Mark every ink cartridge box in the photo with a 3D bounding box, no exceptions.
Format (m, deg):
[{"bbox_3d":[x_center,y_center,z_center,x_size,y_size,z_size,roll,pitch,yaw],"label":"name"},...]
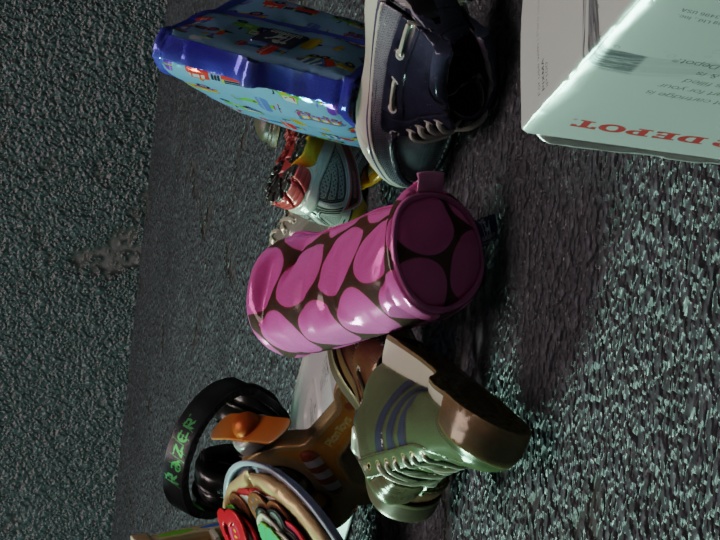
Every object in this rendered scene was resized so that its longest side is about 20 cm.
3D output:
[{"bbox_3d":[0.152,-0.108,0.716,0.200,0.146,0.083,132,143,-69],"label":"ink cartridge box"}]

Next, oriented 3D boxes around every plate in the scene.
[{"bbox_3d":[-0.028,0.122,1.712,0.200,0.032,0.201,-99,18,-50],"label":"plate"}]

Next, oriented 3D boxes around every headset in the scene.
[{"bbox_3d":[-0.118,0.154,1.816,0.200,0.094,0.124,9,-79,-60],"label":"headset"}]

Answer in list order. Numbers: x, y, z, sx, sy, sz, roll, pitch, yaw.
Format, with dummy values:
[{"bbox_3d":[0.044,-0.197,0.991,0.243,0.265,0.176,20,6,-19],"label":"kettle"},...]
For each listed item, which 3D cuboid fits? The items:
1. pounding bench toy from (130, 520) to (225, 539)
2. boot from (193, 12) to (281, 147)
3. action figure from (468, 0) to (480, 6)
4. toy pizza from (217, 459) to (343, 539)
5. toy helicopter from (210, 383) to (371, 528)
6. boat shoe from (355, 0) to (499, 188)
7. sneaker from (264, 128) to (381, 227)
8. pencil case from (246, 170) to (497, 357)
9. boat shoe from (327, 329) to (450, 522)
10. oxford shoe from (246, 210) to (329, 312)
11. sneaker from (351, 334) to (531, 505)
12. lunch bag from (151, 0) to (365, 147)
[{"bbox_3d":[-0.127,0.279,1.750,0.200,0.155,0.125,175,84,-78],"label":"pounding bench toy"},{"bbox_3d":[-0.130,-0.205,2.164,0.201,0.096,0.075,-98,18,-46],"label":"boot"},{"bbox_3d":[0.071,-0.265,1.341,0.130,0.069,0.201,139,131,-57],"label":"action figure"},{"bbox_3d":[-0.052,0.237,1.537,0.200,0.032,0.201,41,147,35],"label":"toy pizza"},{"bbox_3d":[-0.037,0.130,1.549,0.200,0.132,0.079,-54,6,43],"label":"toy helicopter"},{"bbox_3d":[0.047,-0.110,1.382,0.093,0.074,0.201,52,160,36],"label":"boat shoe"},{"bbox_3d":[-0.017,-0.103,1.661,0.078,0.082,0.201,-47,18,42],"label":"sneaker"},{"bbox_3d":[0.000,0.000,1.359,0.200,0.090,0.094,-18,82,53],"label":"pencil case"},{"bbox_3d":[0.029,0.077,1.409,0.201,0.071,0.068,-109,31,-42],"label":"boat shoe"},{"bbox_3d":[-0.046,-0.034,1.743,0.075,0.057,0.201,-119,50,-84],"label":"oxford shoe"},{"bbox_3d":[0.042,0.108,1.249,0.090,0.067,0.200,-64,19,5],"label":"sneaker"},{"bbox_3d":[-0.056,-0.143,1.492,0.200,0.150,0.095,-25,-50,-73],"label":"lunch bag"}]
